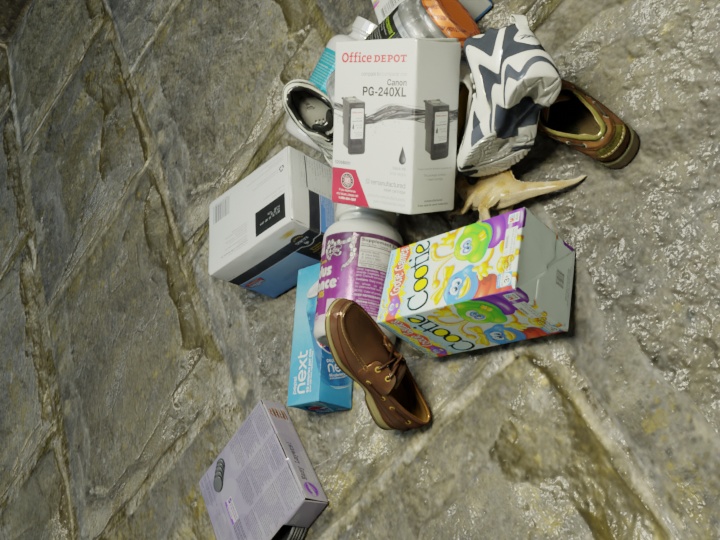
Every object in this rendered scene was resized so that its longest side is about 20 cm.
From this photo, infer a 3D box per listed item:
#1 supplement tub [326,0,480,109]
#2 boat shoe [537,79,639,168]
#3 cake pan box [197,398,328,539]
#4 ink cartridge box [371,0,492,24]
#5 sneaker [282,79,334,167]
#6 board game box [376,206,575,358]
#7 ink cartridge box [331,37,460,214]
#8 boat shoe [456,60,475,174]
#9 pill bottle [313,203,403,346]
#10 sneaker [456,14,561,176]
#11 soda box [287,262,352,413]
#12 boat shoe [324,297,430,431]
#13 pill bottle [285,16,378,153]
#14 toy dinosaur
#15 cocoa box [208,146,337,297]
[{"bbox_3d":[0.058,-0.276,1.153,0.200,0.122,0.123,-39,48,31],"label":"supplement tub"},{"bbox_3d":[0.235,-0.188,0.998,0.200,0.068,0.072,41,105,49],"label":"boat shoe"},{"bbox_3d":[-0.143,0.317,1.223,0.185,0.052,0.200,-55,41,19],"label":"cake pan box"},{"bbox_3d":[0.091,-0.417,1.250,0.144,0.084,0.201,-38,49,31],"label":"ink cartridge box"},{"bbox_3d":[-0.036,-0.188,1.210,0.076,0.200,0.088,-50,5,7],"label":"sneaker"},{"bbox_3d":[0.130,0.020,0.987,0.199,0.103,0.106,-18,49,43],"label":"board game box"},{"bbox_3d":[0.040,-0.178,1.041,0.145,0.083,0.202,13,106,46],"label":"ink cartridge box"},{"bbox_3d":[0.101,-0.160,1.084,0.070,0.070,0.201,-68,-1,-58],"label":"boat shoe"},{"bbox_3d":[0.000,0.000,1.150,0.112,0.112,0.202,-14,64,44],"label":"pill bottle"},{"bbox_3d":[0.156,-0.208,0.995,0.200,0.079,0.130,107,157,-60],"label":"sneaker"},{"bbox_3d":[-0.051,0.093,1.205,0.068,0.064,0.202,-17,62,43],"label":"soda box"},{"bbox_3d":[0.026,0.113,1.027,0.067,0.201,0.072,-1,38,42],"label":"boat shoe"},{"bbox_3d":[-0.023,-0.274,1.295,0.111,0.110,0.201,41,105,49],"label":"pill bottle"},{"bbox_3d":[0.166,-0.084,1.041,0.199,0.058,0.102,5,76,49],"label":"toy dinosaur"},{"bbox_3d":[-0.120,-0.067,1.298,0.199,0.131,0.134,-30,53,37],"label":"cocoa box"}]
